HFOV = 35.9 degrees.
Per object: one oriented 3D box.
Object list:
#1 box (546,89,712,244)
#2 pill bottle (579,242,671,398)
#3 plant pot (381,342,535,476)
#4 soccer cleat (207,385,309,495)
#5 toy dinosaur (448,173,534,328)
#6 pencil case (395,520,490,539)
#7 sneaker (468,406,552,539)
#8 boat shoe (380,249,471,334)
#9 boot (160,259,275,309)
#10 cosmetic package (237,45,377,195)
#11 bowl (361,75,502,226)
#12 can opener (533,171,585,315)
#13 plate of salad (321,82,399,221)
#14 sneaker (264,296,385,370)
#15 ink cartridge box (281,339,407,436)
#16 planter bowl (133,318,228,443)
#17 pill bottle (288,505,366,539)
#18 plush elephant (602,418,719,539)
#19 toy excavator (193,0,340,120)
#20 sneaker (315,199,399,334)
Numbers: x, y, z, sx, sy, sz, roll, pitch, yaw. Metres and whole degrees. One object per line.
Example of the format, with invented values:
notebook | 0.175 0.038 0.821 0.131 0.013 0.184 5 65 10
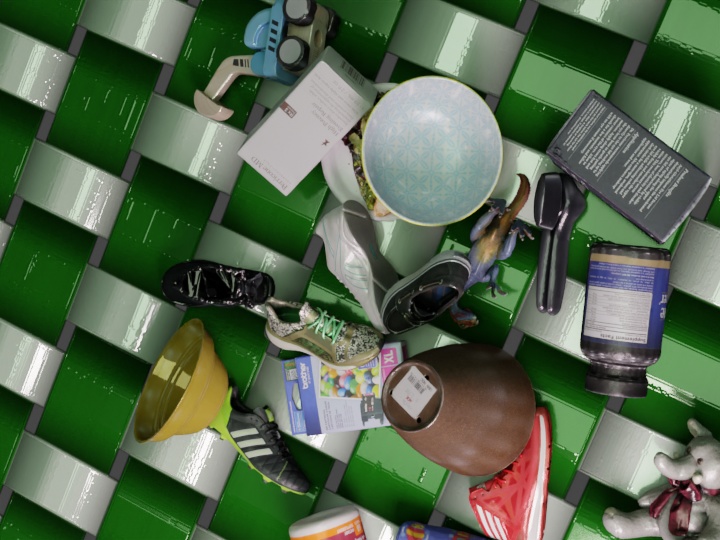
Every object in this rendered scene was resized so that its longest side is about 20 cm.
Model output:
box | 0.360 -0.135 1.493 0.199 0.148 0.105 39 99 10
pill bottle | 0.357 0.066 1.513 0.110 0.112 0.203 6 93 14
plant pot | 0.115 0.178 1.505 0.185 0.199 0.190 -8 75 29
soccer cleat | -0.146 0.255 1.669 0.199 0.067 0.081 39 98 14
toy dinosaur | 0.183 -0.009 1.583 0.105 0.200 0.182 38 137 14
pencil case | 0.141 0.419 1.589 0.197 0.078 0.088 11 113 14
sneaker | 0.209 0.290 1.571 0.114 0.078 0.203 5 90 13
boat shoe | 0.082 0.042 1.517 0.068 0.057 0.200 26 141 -15
boot | -0.229 0.022 1.638 0.195 0.162 0.075 4 90 14
cosmetic package | -0.077 -0.214 1.603 0.101 0.074 0.200 39 117 -12
bowl | 0.093 -0.162 1.552 0.197 0.108 0.204 0 91 -5
can opener | 0.271 -0.038 1.565 0.077 0.063 0.203 1 101 -12
plate of salad | 0.034 -0.175 1.628 0.197 0.048 0.203 0 91 15
sneaker | -0.061 0.084 1.612 0.197 0.089 0.078 11 61 22
ink cartridge box | -0.022 0.177 1.650 0.197 0.042 0.121 -9 88 16
planter bowl | -0.255 0.181 1.664 0.083 0.201 0.202 30 100 -23
pill bottle | -0.028 0.455 1.617 0.108 0.109 0.203 -18 86 14
plush elephant | 0.441 0.290 1.473 0.197 0.165 0.157 -7 104 -14
toy excavator | -0.146 -0.317 1.659 0.197 0.100 0.198 10 91 27
sneaker | 0.000 0.000 1.635 0.080 0.070 0.203 -21 92 41
